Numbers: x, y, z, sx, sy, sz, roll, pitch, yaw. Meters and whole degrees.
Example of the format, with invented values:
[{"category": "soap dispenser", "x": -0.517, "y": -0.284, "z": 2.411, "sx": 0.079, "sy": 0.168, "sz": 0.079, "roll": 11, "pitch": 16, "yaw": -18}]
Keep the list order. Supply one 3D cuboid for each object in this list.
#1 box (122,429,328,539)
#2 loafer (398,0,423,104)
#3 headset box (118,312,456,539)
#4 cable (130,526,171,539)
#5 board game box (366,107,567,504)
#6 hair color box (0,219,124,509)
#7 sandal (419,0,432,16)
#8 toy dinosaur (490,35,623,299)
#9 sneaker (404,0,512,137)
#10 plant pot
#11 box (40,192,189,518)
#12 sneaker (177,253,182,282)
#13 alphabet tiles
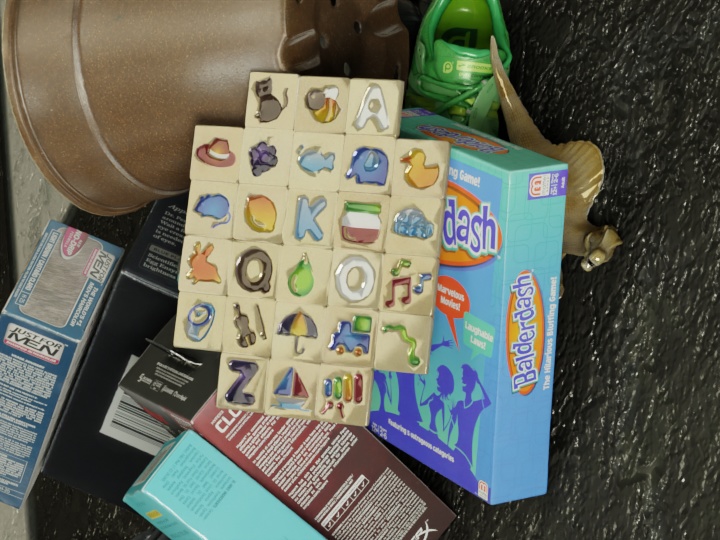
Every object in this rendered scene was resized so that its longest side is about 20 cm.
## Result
[{"category": "box", "x": -0.049, "y": 0.180, "z": 1.402, "sx": 0.049, "sy": 0.200, "sz": 0.082, "roll": -52, "pitch": 5, "yaw": -16}, {"category": "loafer", "x": -0.009, "y": -0.139, "z": 1.633, "sx": 0.200, "sy": 0.073, "sz": 0.072, "roll": 129, "pitch": 138, "yaw": -52}, {"category": "headset box", "x": -0.055, "y": 0.106, "z": 1.459, "sx": 0.077, "sy": 0.200, "sz": 0.149, "roll": -51, "pitch": 23, "yaw": -11}, {"category": "cable", "x": -0.150, "y": 0.244, "z": 1.590, "sx": 0.051, "sy": 0.200, "sz": 0.163, "roll": 35, "pitch": 157, "yaw": 34}, {"category": "board game box", "x": 0.056, "y": 0.018, "z": 1.363, "sx": 0.152, "sy": 0.045, "sz": 0.201, "roll": 26, "pitch": 118, "yaw": 54}, {"category": "hair color box", "x": -0.233, "y": 0.069, "z": 1.646, "sx": 0.100, "sy": 0.060, "sz": 0.200, "roll": -71, "pitch": 5, "yaw": -46}, {"category": "sandal", "x": 0.048, "y": -0.234, "z": 1.618, "sx": 0.075, "sy": 0.045, "sz": 0.200, "roll": -43, "pitch": 40, "yaw": 50}, {"category": "toy dinosaur", "x": 0.106, "y": -0.045, "z": 1.399, "sx": 0.101, "sy": 0.058, "sz": 0.200, "roll": -48, "pitch": 42, "yaw": 21}, {"category": "sneaker", "x": 0.058, "y": -0.106, "z": 1.471, "sx": 0.084, "sy": 0.074, "sz": 0.200, "roll": 93, "pitch": 179, "yaw": -65}, {"category": "plant pot", "x": -0.089, "y": -0.142, "z": 1.465, "sx": 0.198, "sy": 0.200, "sz": 0.201, "roll": -4, "pitch": 70, "yaw": 32}, {"category": "box", "x": -0.128, "y": 0.045, "z": 1.678, "sx": 0.200, "sy": 0.117, "sz": 0.197, "roll": -71, "pitch": 5, "yaw": -57}, {"category": "sneaker", "x": -0.051, "y": -0.059, "z": 1.559, "sx": 0.078, "sy": 0.200, "sz": 0.091, "roll": 33, "pitch": 152, "yaw": 33}, {"category": "alphabet tiles", "x": -0.030, "y": -0.014, "z": 1.339, "sx": 0.166, "sy": 0.006, "sz": 0.201, "roll": 5, "pitch": 88, "yaw": 26}]
